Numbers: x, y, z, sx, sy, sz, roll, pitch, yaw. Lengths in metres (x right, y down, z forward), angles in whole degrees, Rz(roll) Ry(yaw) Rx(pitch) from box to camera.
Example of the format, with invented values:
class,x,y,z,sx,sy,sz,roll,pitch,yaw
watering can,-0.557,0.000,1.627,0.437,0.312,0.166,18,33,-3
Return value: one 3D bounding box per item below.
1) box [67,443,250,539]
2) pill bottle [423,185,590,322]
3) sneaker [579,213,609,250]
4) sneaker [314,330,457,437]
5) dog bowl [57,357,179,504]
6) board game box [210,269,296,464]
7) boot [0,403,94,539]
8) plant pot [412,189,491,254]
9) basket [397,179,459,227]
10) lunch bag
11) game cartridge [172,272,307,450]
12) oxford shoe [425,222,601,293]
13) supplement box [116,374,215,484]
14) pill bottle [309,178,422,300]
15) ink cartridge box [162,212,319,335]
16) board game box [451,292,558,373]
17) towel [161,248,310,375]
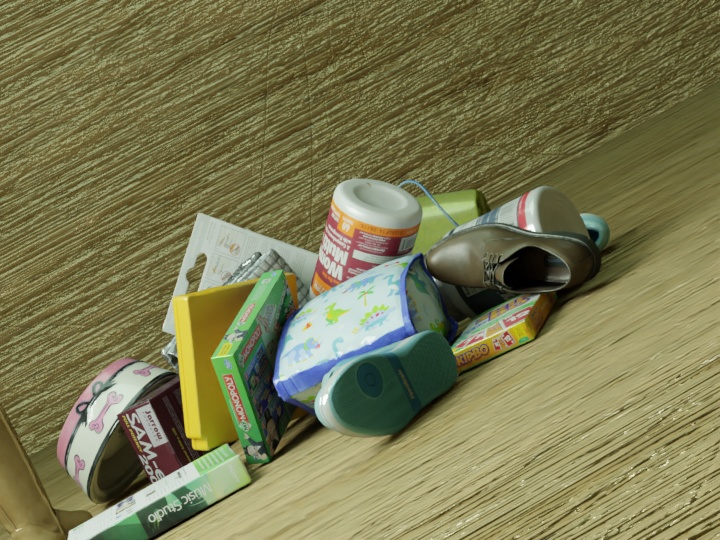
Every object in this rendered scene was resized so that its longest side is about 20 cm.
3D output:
class,x,y,z,sx,sy,sz,roll,pitch,yaw
box,-0.214,0.250,1.477,0.200,0.036,0.144,-30,3,-9
pill bottle,0.159,-0.008,1.638,0.200,0.120,0.120,-26,4,35
sneaker,0.216,-0.018,1.734,0.200,0.074,0.082,-29,0,5
sneaker,-0.005,0.124,1.338,0.130,0.080,0.200,-23,-4,37
dog bowl,-0.322,0.204,1.850,0.200,0.074,0.200,-53,-15,-22
board game box,-0.104,0.104,1.560,0.029,0.135,0.200,-10,23,19
boot,-0.376,0.235,1.576,0.066,0.200,0.175,-27,3,4
plant pot,0.112,-0.040,2.147,0.184,0.201,0.200,-16,6,15
basket,0.060,0.007,1.827,0.200,0.176,0.139,-47,0,6
lunch bag,0.004,0.076,1.538,0.170,0.128,0.200,-27,3,15
game cartridge,-0.137,0.102,1.617,0.032,0.177,0.200,-1,6,36
oxford shoe,0.152,-0.010,1.519,0.199,0.073,0.084,-3,13,32
supplement box,-0.215,0.188,1.795,0.061,0.109,0.200,-25,3,28
pill bottle,0.000,0.000,1.683,0.110,0.109,0.201,-33,-37,-57
ink cartridge box,-0.151,0.030,1.817,0.199,0.163,0.057,19,-7,-24
board game box,0.154,0.058,1.492,0.095,0.030,0.200,-26,1,19
towel,-0.134,0.095,1.743,0.200,0.166,0.085,-47,20,-30
